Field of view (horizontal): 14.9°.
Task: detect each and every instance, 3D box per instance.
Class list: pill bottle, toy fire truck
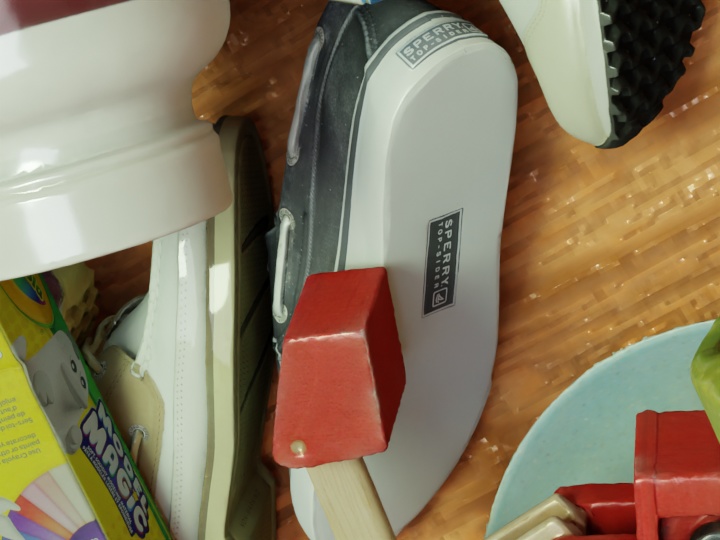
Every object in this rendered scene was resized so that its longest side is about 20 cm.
[{"bbox_3d":[-0.101,-0.104,0.765,0.112,0.113,0.202,-12,98,21],"label":"pill bottle"},{"bbox_3d":[0.052,0.097,0.850,0.140,0.049,0.201,-3,113,9],"label":"toy fire truck"}]

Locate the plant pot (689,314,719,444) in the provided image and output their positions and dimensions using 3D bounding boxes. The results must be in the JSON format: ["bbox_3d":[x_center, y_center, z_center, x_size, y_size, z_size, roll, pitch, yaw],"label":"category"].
[{"bbox_3d":[0.188,0.068,0.730,0.200,0.200,0.185,-29,99,24],"label":"plant pot"}]

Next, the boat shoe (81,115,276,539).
[{"bbox_3d":[-0.066,0.045,0.919,0.068,0.075,0.202,6,110,10],"label":"boat shoe"}]

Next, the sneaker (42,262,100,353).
[{"bbox_3d":[-0.169,0.058,0.958,0.090,0.075,0.200,35,114,-2],"label":"sneaker"}]

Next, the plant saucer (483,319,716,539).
[{"bbox_3d":[0.140,0.105,0.891,0.199,0.039,0.203,6,110,17],"label":"plant saucer"}]

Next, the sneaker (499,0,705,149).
[{"bbox_3d":[0.043,-0.136,0.837,0.093,0.070,0.201,-1,110,37],"label":"sneaker"}]

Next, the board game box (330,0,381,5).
[{"bbox_3d":[-0.061,-0.191,0.814,0.199,0.056,0.197,13,113,36],"label":"board game box"}]

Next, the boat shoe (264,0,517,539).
[{"bbox_3d":[0.000,0.000,0.891,0.068,0.071,0.201,39,136,39],"label":"boat shoe"}]

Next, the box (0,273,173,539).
[{"bbox_3d":[-0.130,0.078,0.891,0.117,0.048,0.201,-16,109,20],"label":"box"}]
